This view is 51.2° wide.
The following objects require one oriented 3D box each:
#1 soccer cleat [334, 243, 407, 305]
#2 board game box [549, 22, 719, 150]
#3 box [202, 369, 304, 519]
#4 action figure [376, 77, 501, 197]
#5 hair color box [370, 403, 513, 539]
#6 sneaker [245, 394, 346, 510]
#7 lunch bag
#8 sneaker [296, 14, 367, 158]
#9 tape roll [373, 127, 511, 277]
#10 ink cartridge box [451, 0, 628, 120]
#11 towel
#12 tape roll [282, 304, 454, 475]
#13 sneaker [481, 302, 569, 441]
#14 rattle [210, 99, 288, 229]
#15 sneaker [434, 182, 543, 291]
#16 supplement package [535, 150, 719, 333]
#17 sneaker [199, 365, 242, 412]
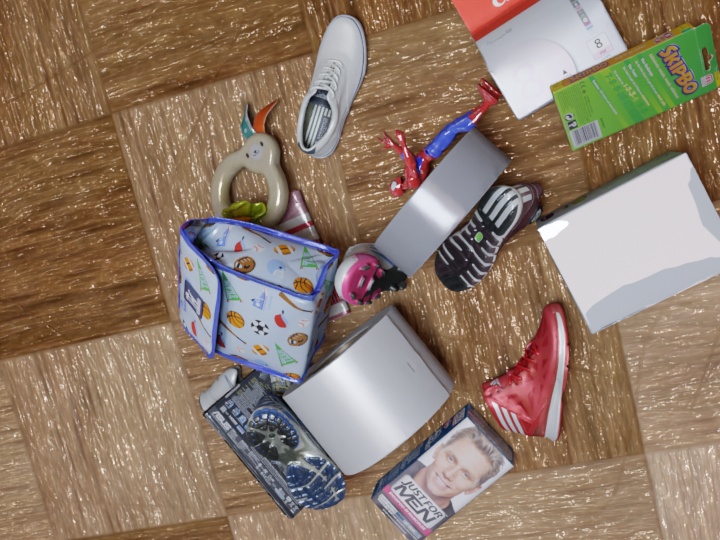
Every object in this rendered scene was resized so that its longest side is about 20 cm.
[{"bbox_3d":[0.000,0.000,1.018,0.086,0.200,0.070,27,104,22],"label":"soccer cleat"},{"bbox_3d":[0.351,-0.236,0.961,0.199,0.030,0.096,-21,126,15],"label":"board game box"},{"bbox_3d":[-0.110,0.235,1.115,0.161,0.049,0.200,-41,92,-19],"label":"box"},{"bbox_3d":[0.087,-0.188,1.019,0.099,0.065,0.200,40,118,-1],"label":"action figure"},{"bbox_3d":[0.121,0.303,1.116,0.100,0.061,0.200,46,105,0],"label":"hair color box"},{"bbox_3d":[-0.083,0.249,1.054,0.077,0.085,0.200,-28,114,8],"label":"sneaker"},{"bbox_3d":[-0.145,0.034,0.971,0.199,0.124,0.171,20,131,7],"label":"lunch bag"},{"bbox_3d":[-0.039,-0.253,1.041,0.073,0.071,0.201,14,103,9],"label":"sneaker"},{"bbox_3d":[0.105,-0.087,0.975,0.066,0.200,0.200,41,106,1],"label":"tape roll"},{"bbox_3d":[0.228,-0.325,0.985,0.162,0.057,0.201,-30,98,16],"label":"ink cartridge box"},{"bbox_3d":[-0.115,-0.003,1.130,0.143,0.023,0.201,-22,96,14],"label":"towel"},{"bbox_3d":[0.011,0.163,1.041,0.202,0.203,0.139,-38,91,16],"label":"tape roll"},{"bbox_3d":[0.229,0.142,1.055,0.115,0.078,0.201,3,100,10],"label":"sneaker"},{"bbox_3d":[-0.175,-0.145,1.046,0.130,0.142,0.201,24,107,37],"label":"rattle"},{"bbox_3d":[0.189,-0.048,1.033,0.076,0.115,0.200,55,141,16],"label":"sneaker"},{"bbox_3d":[0.352,-0.040,0.978,0.199,0.111,0.156,-28,94,15],"label":"supplement package"},{"bbox_3d":[-0.153,0.230,1.157,0.200,0.075,0.087,38,100,2],"label":"sneaker"}]
